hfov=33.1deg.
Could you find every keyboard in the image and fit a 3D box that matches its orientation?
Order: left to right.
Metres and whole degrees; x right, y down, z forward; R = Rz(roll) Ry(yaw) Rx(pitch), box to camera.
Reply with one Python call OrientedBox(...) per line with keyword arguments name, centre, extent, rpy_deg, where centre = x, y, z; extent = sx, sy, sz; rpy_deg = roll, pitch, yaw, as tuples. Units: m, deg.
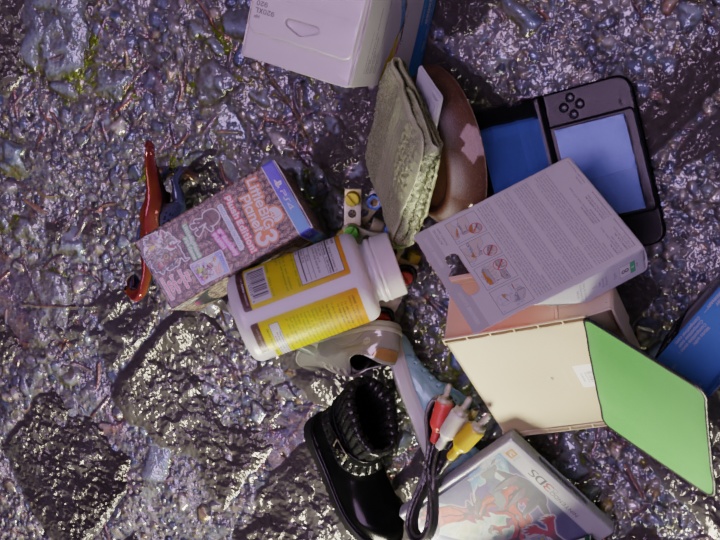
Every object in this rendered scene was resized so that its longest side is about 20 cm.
OrientedBox(name="keyboard", centre=(0.067, -0.145, 1.401), extent=(0.200, 0.011, 0.056), rpy_deg=(99, 154, -50))

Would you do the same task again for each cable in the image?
OrientedBox(name="cable", centre=(0.085, 0.230, 1.462), extent=(0.097, 0.050, 0.201), rpy_deg=(37, 106, 39))

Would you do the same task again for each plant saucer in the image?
OrientedBox(name="plant saucer", centre=(0.086, -0.138, 1.419), extent=(0.037, 0.200, 0.201), rpy_deg=(-15, 94, -18))

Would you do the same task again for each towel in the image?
OrientedBox(name="towel", centre=(0.045, -0.134, 1.399), extent=(0.200, 0.036, 0.149), rpy_deg=(103, 153, -55))

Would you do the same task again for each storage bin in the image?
OrientedBox(name="storage bin", centre=(0.220, 0.088, 1.380), extent=(0.198, 0.094, 0.200), rpy_deg=(-11, 134, 25))

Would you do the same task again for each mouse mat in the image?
OrientedBox(name="mouse mat", centre=(0.304, 0.145, 1.271), extent=(0.161, 0.008, 0.200), rpy_deg=(35, 158, 40))

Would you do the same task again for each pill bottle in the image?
OrientedBox(name="pill bottle", centre=(-0.049, 0.025, 1.431), extent=(0.199, 0.109, 0.110), rpy_deg=(-20, 91, 1))

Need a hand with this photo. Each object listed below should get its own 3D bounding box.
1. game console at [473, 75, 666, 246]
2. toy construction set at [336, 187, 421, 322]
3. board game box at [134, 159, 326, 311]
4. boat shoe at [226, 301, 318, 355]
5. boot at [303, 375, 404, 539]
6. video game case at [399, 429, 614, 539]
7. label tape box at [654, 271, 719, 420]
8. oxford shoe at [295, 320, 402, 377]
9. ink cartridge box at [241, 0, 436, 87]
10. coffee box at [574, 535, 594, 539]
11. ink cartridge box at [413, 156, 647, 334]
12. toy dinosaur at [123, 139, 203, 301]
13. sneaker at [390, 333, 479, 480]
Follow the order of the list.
OrientedBox(name="game console", centre=(0.237, -0.106, 1.381), extent=(0.172, 0.119, 0.201), rpy_deg=(-12, 95, 26))
OrientedBox(name="toy construction set", centre=(0.000, 0.000, 1.525), extent=(0.131, 0.092, 0.200), rpy_deg=(26, 119, -6))
OrientedBox(name="board game box", centre=(-0.158, -0.040, 1.518), extent=(0.199, 0.159, 0.097), rpy_deg=(-30, 86, 3))
OrientedBox(name="boat shoe", centre=(-0.108, 0.055, 1.567), extent=(0.202, 0.074, 0.065), rpy_deg=(20, 84, 59))
OrientedBox(name="boot", centre=(0.014, 0.249, 1.537), extent=(0.212, 0.079, 0.158), rpy_deg=(58, 143, 6))
OrientedBox(name="video game case", centre=(0.178, 0.307, 1.494), extent=(0.182, 0.023, 0.200), rpy_deg=(43, 121, -12))
OrientedBox(name="label tape box", centre=(0.384, 0.060, 1.296), extent=(0.063, 0.200, 0.144), rpy_deg=(40, 113, 9))
OrientedBox(name="oxford shoe", centre=(-0.020, 0.109, 1.535), extent=(0.200, 0.075, 0.058), rpy_deg=(-20, 63, 51))
OrientedBox(name="ink cartridge box", centre=(-0.018, -0.303, 1.417), extent=(0.147, 0.200, 0.145), rpy_deg=(19, 107, 20))
OrientedBox(name="coffee box", centre=(0.226, 0.410, 1.503), extent=(0.200, 0.044, 0.123), rpy_deg=(-28, 109, 27))
OrientedBox(name="ink cartridge box", centre=(0.180, -0.020, 1.299), extent=(0.199, 0.050, 0.161), rpy_deg=(-28, 50, -2))
OrientedBox(name="toy dinosaur", centre=(-0.287, -0.055, 1.624), extent=(0.105, 0.200, 0.182), rpy_deg=(15, 74, 37))
OrientedBox(name="sneaker", centre=(0.095, 0.163, 1.535), extent=(0.082, 0.074, 0.201), rpy_deg=(-22, 85, -3))
